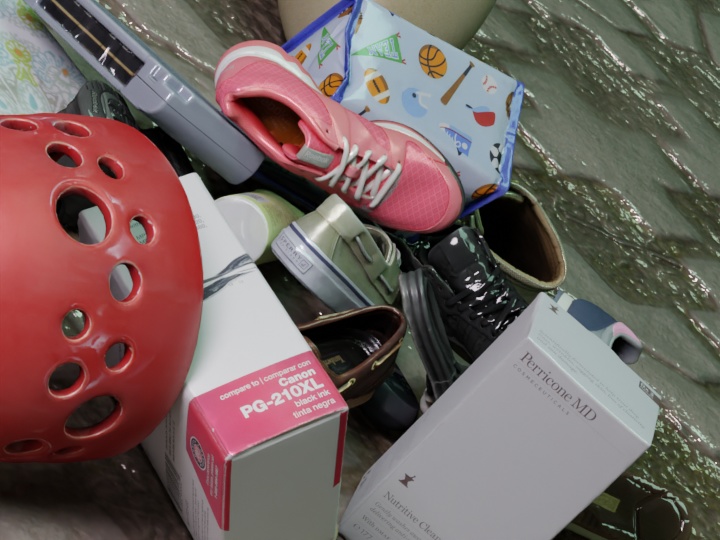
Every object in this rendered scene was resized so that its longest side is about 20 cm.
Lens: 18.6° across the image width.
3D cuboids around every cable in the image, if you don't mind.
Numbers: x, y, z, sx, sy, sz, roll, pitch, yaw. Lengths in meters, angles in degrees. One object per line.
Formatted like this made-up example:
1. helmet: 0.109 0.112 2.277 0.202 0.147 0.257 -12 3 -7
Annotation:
1. cable: 0.049 0.079 1.523 0.200 0.050 0.098 57 29 -56

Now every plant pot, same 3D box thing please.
1. plant pot: -0.214 0.007 1.228 0.182 0.201 0.201 5 44 -46
2. plant pot: 0.008 -0.226 1.906 0.200 0.200 0.135 31 64 -20

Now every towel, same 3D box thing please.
1. towel: -0.273 -0.146 1.541 0.200 0.048 0.171 52 26 18

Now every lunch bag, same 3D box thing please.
1. lunch bag: -0.003 -0.096 1.675 0.170 0.200 0.124 28 58 -26

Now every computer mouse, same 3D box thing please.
1. computer mouse: -0.011 0.049 1.624 0.059 0.034 0.200 35 18 -43

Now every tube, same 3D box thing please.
1. tube: -0.067 -0.031 1.588 0.200 0.052 0.058 -24 101 -78

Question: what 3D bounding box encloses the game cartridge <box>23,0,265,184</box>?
1. game cartridge: -0.153 -0.138 1.552 0.200 0.041 0.133 43 6 39

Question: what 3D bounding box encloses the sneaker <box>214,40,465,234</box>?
1. sneaker: -0.020 -0.078 1.517 0.200 0.074 0.087 31 20 -6

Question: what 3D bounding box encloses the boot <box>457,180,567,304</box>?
1. boot: 0.085 -0.051 1.770 0.200 0.072 0.155 47 -9 4

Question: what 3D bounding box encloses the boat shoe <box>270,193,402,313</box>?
1. boat shoe: 0.000 0.000 1.559 0.072 0.062 0.200 51 5 19

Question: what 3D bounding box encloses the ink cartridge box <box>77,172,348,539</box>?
1. ink cartridge box: -0.092 0.063 1.327 0.084 0.145 0.200 -21 57 -20

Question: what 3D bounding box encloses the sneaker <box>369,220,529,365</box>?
1. sneaker: 0.080 0.018 1.559 0.200 0.060 0.105 32 -29 61

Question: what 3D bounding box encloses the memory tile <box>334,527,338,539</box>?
1. memory tile: -0.010 0.225 1.377 0.200 0.017 0.153 48 28 11

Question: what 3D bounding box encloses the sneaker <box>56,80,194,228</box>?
1. sneaker: -0.170 -0.061 1.521 0.200 0.091 0.076 43 21 -56

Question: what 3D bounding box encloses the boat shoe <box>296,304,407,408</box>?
1. boat shoe: -0.048 0.067 1.468 0.200 0.070 0.070 -23 66 -47

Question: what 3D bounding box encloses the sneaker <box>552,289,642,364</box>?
1. sneaker: 0.148 0.096 1.581 0.082 0.070 0.200 23 49 5

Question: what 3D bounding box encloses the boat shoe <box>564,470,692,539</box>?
1. boat shoe: 0.148 0.160 1.642 0.202 0.075 0.075 34 -15 8

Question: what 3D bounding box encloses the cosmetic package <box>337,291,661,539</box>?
1. cosmetic package: 0.092 0.126 1.453 0.113 0.200 0.081 39 27 -4
